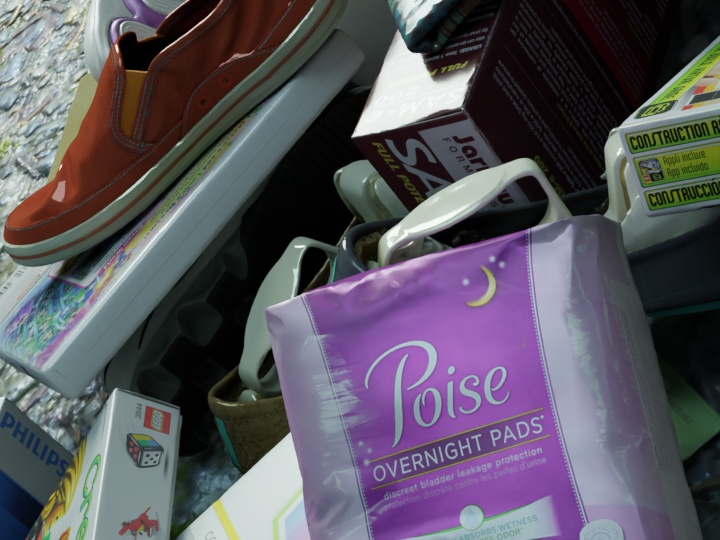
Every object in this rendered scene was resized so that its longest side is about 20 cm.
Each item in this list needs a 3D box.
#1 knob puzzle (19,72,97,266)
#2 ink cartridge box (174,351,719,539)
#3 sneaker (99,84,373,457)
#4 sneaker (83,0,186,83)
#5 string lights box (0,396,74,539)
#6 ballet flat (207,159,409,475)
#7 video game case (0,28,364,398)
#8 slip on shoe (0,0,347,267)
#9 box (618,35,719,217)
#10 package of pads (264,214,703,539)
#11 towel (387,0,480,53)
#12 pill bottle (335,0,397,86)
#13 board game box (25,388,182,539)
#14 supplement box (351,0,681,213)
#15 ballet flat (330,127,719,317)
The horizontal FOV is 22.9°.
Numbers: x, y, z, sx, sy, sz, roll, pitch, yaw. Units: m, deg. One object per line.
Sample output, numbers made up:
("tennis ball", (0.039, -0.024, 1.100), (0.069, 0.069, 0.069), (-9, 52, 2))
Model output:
("knob puzzle", (-0.088, -0.070, 0.961), (0.219, 0.030, 0.221), (-26, 39, 23))
("ink cartridge box", (0.027, 0.083, 0.675), (0.200, 0.059, 0.104), (-42, 35, 2))
("sneaker", (-0.056, -0.014, 0.839), (0.200, 0.074, 0.088), (-50, 38, -9))
("sneaker", (-0.102, -0.123, 0.923), (0.100, 0.075, 0.200), (-56, 9, 29))
("string lights box", (-0.217, 0.162, 0.828), (0.102, 0.059, 0.201), (-10, 48, 36))
("ballet flat", (0.000, 0.000, 0.773), (0.068, 0.072, 0.200), (22, 70, 50))
("video game case", (-0.098, -0.032, 0.843), (0.200, 0.024, 0.182), (-50, 20, -12))
("slip on shoe", (-0.095, -0.077, 0.799), (0.200, 0.061, 0.074), (-40, 22, 19))
("box", (0.183, -0.081, 0.638), (0.109, 0.035, 0.200), (-10, 19, 37))
("package of pads", (0.049, 0.091, 0.568), (0.120, 0.076, 0.201), (-17, 71, 17))
("towel", (0.052, -0.189, 0.746), (0.147, 0.022, 0.201), (-45, 33, 21))
("pill bottle", (0.001, -0.183, 0.919), (0.113, 0.113, 0.201), (-34, 37, 12))
("board game box", (-0.115, 0.163, 0.706), (0.201, 0.034, 0.126), (-89, 25, -45))
("supplement box", (0.075, -0.098, 0.760), (0.061, 0.109, 0.201), (-11, 43, 37))
("ballet flat", (0.082, -0.013, 0.654), (0.198, 0.073, 0.073), (-13, 40, 1))
